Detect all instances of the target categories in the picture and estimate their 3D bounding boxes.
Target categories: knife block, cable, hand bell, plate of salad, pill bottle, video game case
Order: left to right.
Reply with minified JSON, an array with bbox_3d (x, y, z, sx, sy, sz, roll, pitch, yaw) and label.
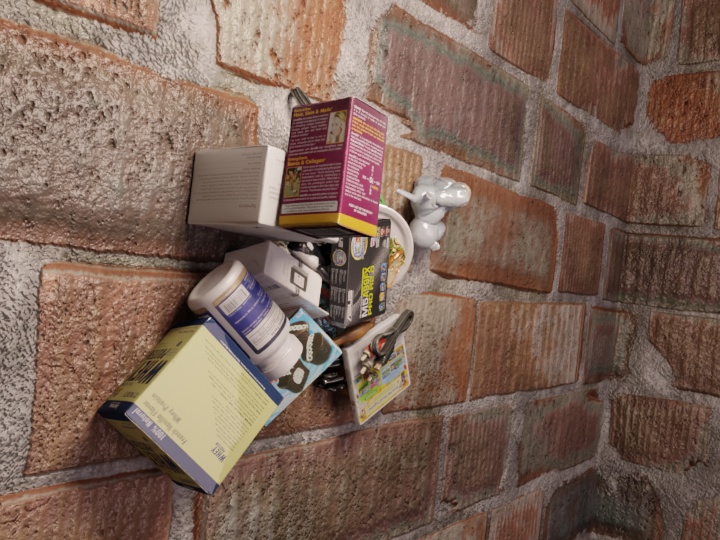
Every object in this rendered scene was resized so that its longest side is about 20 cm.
[{"bbox_3d":[-0.194,0.090,1.162,0.201,0.115,0.116,53,55,-21],"label":"pill bottle"},{"bbox_3d":[-0.082,-0.268,1.321,0.200,0.050,0.097,49,22,-4],"label":"cable"},{"bbox_3d":[-0.059,0.150,1.374,0.198,0.104,0.105,-25,115,-25],"label":"hand bell"},{"bbox_3d":[-0.030,0.190,1.492,0.201,0.063,0.176,-54,133,-31],"label":"knife block"},{"bbox_3d":[0.020,-0.042,1.441,0.197,0.048,0.203,-2,107,-8],"label":"plate of salad"},{"bbox_3d":[0.039,0.219,1.513,0.199,0.023,0.184,-29,116,-46],"label":"video game case"},{"bbox_3d":[0.055,0.141,1.458,0.201,0.050,0.098,-58,146,-39],"label":"cable"}]

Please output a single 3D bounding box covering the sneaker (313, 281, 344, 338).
[{"bbox_3d":[-0.094,0.086,1.391,0.096,0.079,0.201,-56,132,-25],"label":"sneaker"}]

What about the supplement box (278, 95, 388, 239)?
[{"bbox_3d":[-0.043,-0.158,1.072,0.103,0.130,0.203,14,80,-51],"label":"supplement box"}]

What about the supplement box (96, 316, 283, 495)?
[{"bbox_3d":[-0.276,0.221,1.109,0.201,0.134,0.200,51,56,-21],"label":"supplement box"}]

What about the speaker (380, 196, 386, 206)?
[{"bbox_3d":[0.006,-0.145,1.474,0.089,0.088,0.201,-53,131,-32],"label":"speaker"}]

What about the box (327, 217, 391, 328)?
[{"bbox_3d":[0.000,0.000,1.346,0.160,0.044,0.203,-13,109,-58],"label":"box"}]

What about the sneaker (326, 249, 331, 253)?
[{"bbox_3d":[-0.060,-0.112,1.385,0.201,0.084,0.077,-51,144,7],"label":"sneaker"}]

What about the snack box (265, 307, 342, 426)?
[{"bbox_3d":[-0.145,0.180,1.264,0.200,0.037,0.116,-44,98,1],"label":"snack box"}]

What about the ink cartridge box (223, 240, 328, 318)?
[{"bbox_3d":[-0.155,0.027,1.273,0.200,0.115,0.067,37,50,-47],"label":"ink cartridge box"}]

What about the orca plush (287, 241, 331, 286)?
[{"bbox_3d":[-0.067,-0.021,1.341,0.200,0.105,0.071,41,82,-33],"label":"orca plush"}]

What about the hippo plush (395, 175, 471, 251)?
[{"bbox_3d":[0.182,-0.129,1.630,0.200,0.157,0.163,-42,139,-61],"label":"hippo plush"}]

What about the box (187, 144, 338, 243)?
[{"bbox_3d":[-0.163,-0.128,1.183,0.198,0.198,0.133,11,85,-50],"label":"box"}]
